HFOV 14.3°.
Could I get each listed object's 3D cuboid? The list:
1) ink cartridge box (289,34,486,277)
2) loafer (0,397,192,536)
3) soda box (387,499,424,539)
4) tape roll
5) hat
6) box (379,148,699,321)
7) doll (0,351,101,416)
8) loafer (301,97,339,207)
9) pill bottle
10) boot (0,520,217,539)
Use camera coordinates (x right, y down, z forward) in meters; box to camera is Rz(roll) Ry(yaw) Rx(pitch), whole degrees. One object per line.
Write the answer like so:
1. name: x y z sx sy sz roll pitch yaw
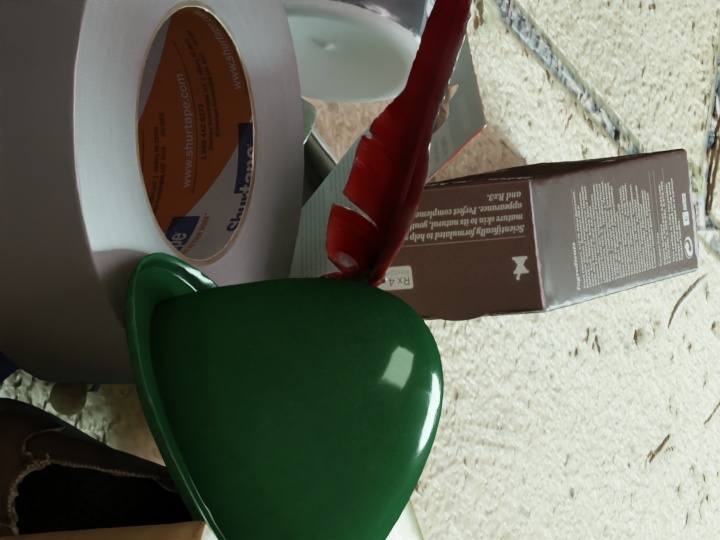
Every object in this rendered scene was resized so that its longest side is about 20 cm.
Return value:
1. ink cartridge box: 0.000 0.000 1.243 0.047 0.200 0.160 37 15 -13
2. loafer: -0.076 0.115 1.138 0.199 0.071 0.073 22 93 -25
3. soda box: -0.006 0.157 1.376 0.064 0.067 0.201 -47 126 -50
4. tape roll: -0.093 -0.054 1.157 0.200 0.066 0.202 0 90 -66
5. hat: 0.024 0.029 1.062 0.200 0.175 0.166 40 27 -60
6. box: 0.095 -0.020 1.537 0.200 0.100 0.075 -16 100 -60
7. doll: -0.142 -0.003 1.184 0.200 0.048 0.137 -26 109 -57
8. loafer: -0.053 -0.071 1.319 0.200 0.069 0.070 54 43 -42
9. pill bottle: -0.003 -0.191 1.385 0.106 0.106 0.201 39 53 -51
10. boot: -0.132 0.102 1.040 0.066 0.199 0.176 -18 102 -57
